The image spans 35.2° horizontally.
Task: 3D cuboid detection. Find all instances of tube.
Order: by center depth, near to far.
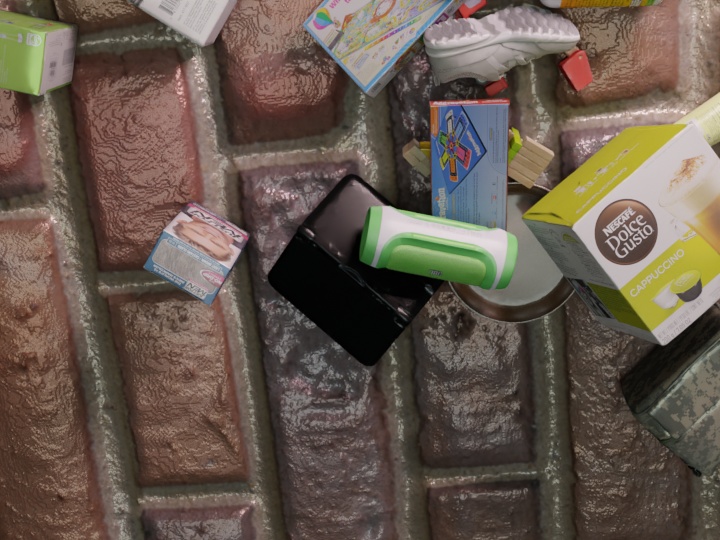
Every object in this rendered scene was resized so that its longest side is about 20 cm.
[{"bbox_3d":[0.494,-0.212,1.516,0.200,0.052,0.058,-33,143,6],"label":"tube"}]

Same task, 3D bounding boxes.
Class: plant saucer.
[{"bbox_3d":[0.213,-0.026,1.580,0.199,0.032,0.201,0,105,1],"label":"plant saucer"}]

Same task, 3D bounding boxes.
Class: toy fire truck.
[{"bbox_3d":[0.202,-0.304,1.499,0.141,0.049,0.200,-30,101,9],"label":"toy fire truck"}]

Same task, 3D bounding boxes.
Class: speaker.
[{"bbox_3d":[0.102,-0.030,1.505,0.199,0.088,0.089,11,105,-5],"label":"speaker"}]

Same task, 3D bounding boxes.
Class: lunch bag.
[{"bbox_3d":[0.483,0.171,1.566,0.168,0.139,0.200,42,103,-8],"label":"lunch bag"}]

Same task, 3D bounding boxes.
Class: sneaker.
[{"bbox_3d":[0.180,-0.284,1.455,0.199,0.075,0.082,-5,132,0],"label":"sneaker"}]

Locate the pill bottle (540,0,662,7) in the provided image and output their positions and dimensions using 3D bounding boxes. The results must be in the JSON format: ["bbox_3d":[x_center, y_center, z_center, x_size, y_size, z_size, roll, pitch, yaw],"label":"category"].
[{"bbox_3d":[0.283,-0.391,1.441,0.199,0.111,0.112,-1,105,2],"label":"pill bottle"}]

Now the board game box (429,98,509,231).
[{"bbox_3d":[0.144,-0.130,1.501,0.102,0.019,0.201,-2,122,1],"label":"board game box"}]

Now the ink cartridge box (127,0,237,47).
[{"bbox_3d":[-0.248,-0.405,1.471,0.200,0.084,0.146,32,103,-5],"label":"ink cartridge box"}]

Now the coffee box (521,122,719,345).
[{"bbox_3d":[0.364,-0.052,1.462,0.200,0.200,0.198,-40,101,-3],"label":"coffee box"}]

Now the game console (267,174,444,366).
[{"bbox_3d":[0.000,0.000,1.586,0.200,0.116,0.176,40,73,3],"label":"game console"}]

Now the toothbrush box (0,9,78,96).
[{"bbox_3d":[-0.487,-0.294,1.478,0.199,0.146,0.086,12,106,-2],"label":"toothbrush box"}]

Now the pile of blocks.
[{"bbox_3d":[0.156,-0.168,1.526,0.199,0.062,0.082,6,122,-4],"label":"pile of blocks"}]

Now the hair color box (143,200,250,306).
[{"bbox_3d":[-0.212,-0.027,1.509,0.100,0.200,0.061,30,104,-6],"label":"hair color box"}]

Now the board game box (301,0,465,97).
[{"bbox_3d":[0.038,-0.344,1.475,0.200,0.034,0.135,-45,74,12],"label":"board game box"}]
